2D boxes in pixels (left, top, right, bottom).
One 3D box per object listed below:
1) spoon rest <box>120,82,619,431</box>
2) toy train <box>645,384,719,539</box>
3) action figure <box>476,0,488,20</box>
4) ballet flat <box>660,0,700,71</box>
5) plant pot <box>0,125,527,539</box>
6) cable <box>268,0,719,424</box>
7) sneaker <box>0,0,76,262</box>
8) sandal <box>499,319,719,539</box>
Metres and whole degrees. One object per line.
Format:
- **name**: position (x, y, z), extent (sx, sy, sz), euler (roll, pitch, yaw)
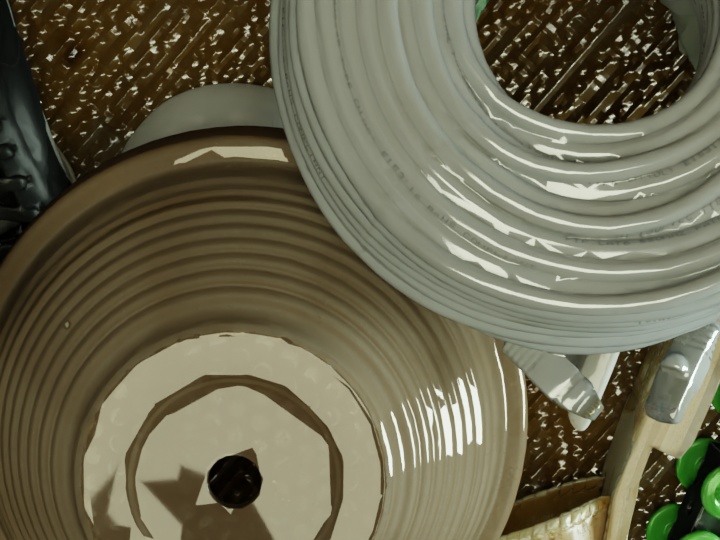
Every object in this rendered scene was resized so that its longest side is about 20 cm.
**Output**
- **spoon rest**: position (0.000, 0.000, 0.776), extent (0.199, 0.061, 0.100), euler (24, 99, 6)
- **toy train**: position (0.143, 0.102, 0.806), extent (0.056, 0.042, 0.201), euler (20, 101, -17)
- **action figure**: position (0.034, -0.148, 0.742), extent (0.118, 0.055, 0.201), euler (24, 104, -10)
- **ballet flat**: position (0.162, -0.085, 0.752), extent (0.199, 0.073, 0.073), euler (26, 100, -11)
- **plant pot**: position (-0.040, 0.058, 0.697), extent (0.200, 0.093, 0.202), euler (0, 103, -2)
- **cable**: position (0.069, -0.075, 0.664), extent (0.200, 0.069, 0.200), euler (34, 82, 2)
- **sneaker**: position (-0.147, -0.048, 0.723), extent (0.073, 0.112, 0.201), euler (-14, 102, 1)
- **sandal**: position (0.069, 0.097, 0.787), extent (0.069, 0.078, 0.212), euler (23, 92, -2)
